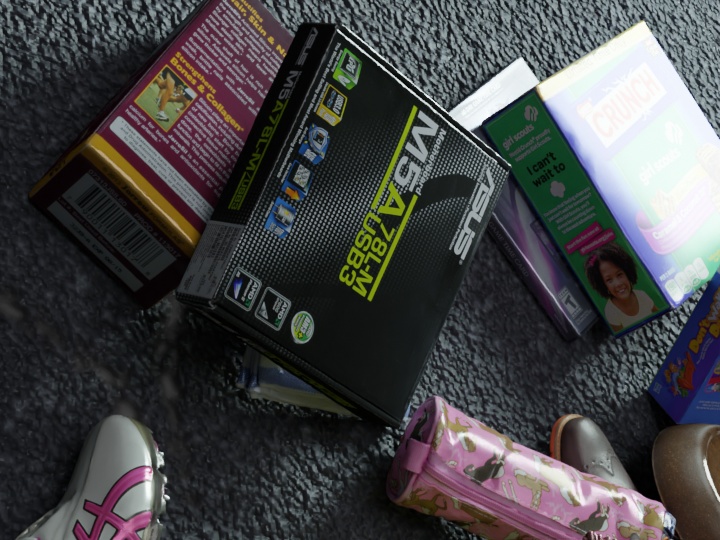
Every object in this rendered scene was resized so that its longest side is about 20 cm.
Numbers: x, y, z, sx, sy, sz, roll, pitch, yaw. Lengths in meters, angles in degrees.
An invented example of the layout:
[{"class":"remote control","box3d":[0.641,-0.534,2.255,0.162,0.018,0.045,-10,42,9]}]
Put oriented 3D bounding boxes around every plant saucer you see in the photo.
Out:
[{"class":"plant saucer","box3d":[0.300,0.190,1.417,0.199,0.034,0.201,33,31,-23]}]

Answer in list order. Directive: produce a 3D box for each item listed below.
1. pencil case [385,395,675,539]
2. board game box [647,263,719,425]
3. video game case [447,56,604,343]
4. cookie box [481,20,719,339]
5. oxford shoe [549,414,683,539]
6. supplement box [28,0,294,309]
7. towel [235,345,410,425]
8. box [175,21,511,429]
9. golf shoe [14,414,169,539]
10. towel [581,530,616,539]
[{"class":"pencil case","box3d":[0.113,0.159,1.292,0.199,0.087,0.083,26,58,-9]},{"class":"board game box","box3d":[0.341,0.062,1.514,0.198,0.135,0.045,7,31,-37]},{"class":"video game case","box3d":[0.146,-0.059,1.501,0.201,0.019,0.143,55,46,-4]},{"class":"cookie box","box3d":[0.213,-0.075,1.499,0.171,0.075,0.201,-33,90,-43]},{"class":"oxford shoe","box3d":[0.205,0.191,1.378,0.071,0.072,0.202,-20,81,-43]},{"class":"supplement box","box3d":[-0.113,-0.088,1.256,0.110,0.085,0.201,45,48,-12]},{"class":"towel","box3d":[0.000,0.000,1.279,0.146,0.024,0.202,16,88,-37]},{"class":"box","box3d":[-0.006,-0.027,1.222,0.193,0.047,0.202,35,73,-39]},{"class":"golf shoe","box3d":[-0.167,0.167,1.087,0.092,0.072,0.202,26,54,-25]},{"class":"towel","box3d":[0.105,0.277,1.208,0.023,0.144,0.201,26,51,-2]}]
